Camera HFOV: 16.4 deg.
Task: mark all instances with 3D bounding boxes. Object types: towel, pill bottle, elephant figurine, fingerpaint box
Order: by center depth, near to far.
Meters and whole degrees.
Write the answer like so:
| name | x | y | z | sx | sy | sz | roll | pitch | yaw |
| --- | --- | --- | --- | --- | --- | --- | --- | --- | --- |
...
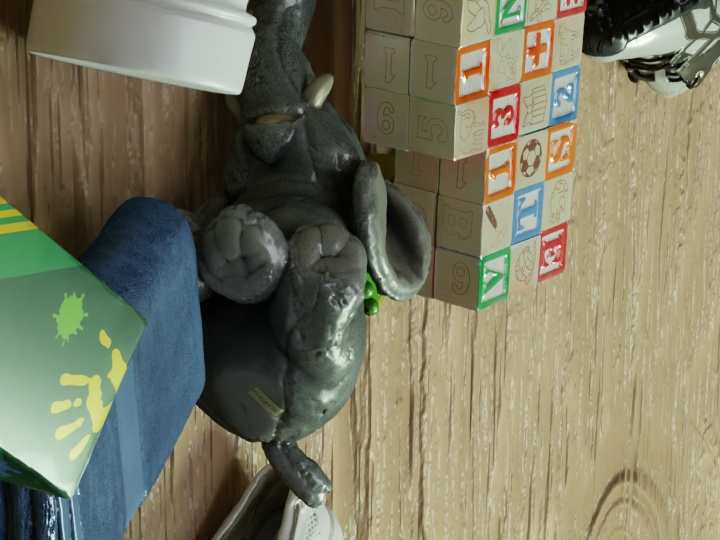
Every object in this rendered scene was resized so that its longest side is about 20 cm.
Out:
| name | x | y | z | sx | sy | sz | roll | pitch | yaw |
| --- | --- | --- | --- | --- | --- | --- | --- | --- | --- |
| fingerpaint box | -0.199 | -0.004 | 0.825 | 0.167 | 0.199 | 0.074 | 47 | 61 | -56 |
| towel | -0.115 | 0.056 | 1.034 | 0.200 | 0.048 | 0.112 | -63 | 155 | -59 |
| pill bottle | -0.078 | -0.182 | 1.060 | 0.113 | 0.113 | 0.201 | 7 | 95 | -60 |
| elephant figurine | -0.030 | -0.024 | 1.203 | 0.156 | 0.141 | 0.200 | -63 | 180 | 37 |

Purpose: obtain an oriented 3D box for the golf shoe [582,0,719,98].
| name | x | y | z | sx | sy | sz | roll | pitch | yaw |
| --- | --- | --- | --- | --- | --- | --- | --- | --- | --- |
| golf shoe | 0.194 | -0.148 | 1.585 | 0.200 | 0.077 | 0.095 | -30 | 126 | -52 |

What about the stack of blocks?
| name | x | y | z | sx | sy | sz | roll | pitch | yaw |
| --- | --- | --- | --- | --- | --- | --- | --- | --- | --- |
| stack of blocks | 0.058 | -0.086 | 1.271 | 0.115 | 0.058 | 0.201 | -21 | 120 | -49 |

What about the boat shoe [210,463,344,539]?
| name | x | y | z | sx | sy | sz | roll | pitch | yaw |
| --- | --- | --- | --- | --- | --- | --- | --- | --- | --- |
| boat shoe | -0.075 | 0.180 | 1.249 | 0.201 | 0.070 | 0.069 | -63 | 144 | -36 |

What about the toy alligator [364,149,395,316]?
| name | x | y | z | sx | sy | sz | roll | pitch | yaw |
| --- | --- | --- | --- | --- | --- | --- | --- | --- | --- |
| toy alligator | 0.000 | 0.000 | 1.321 | 0.200 | 0.054 | 0.060 | -53 | 142 | -38 |
